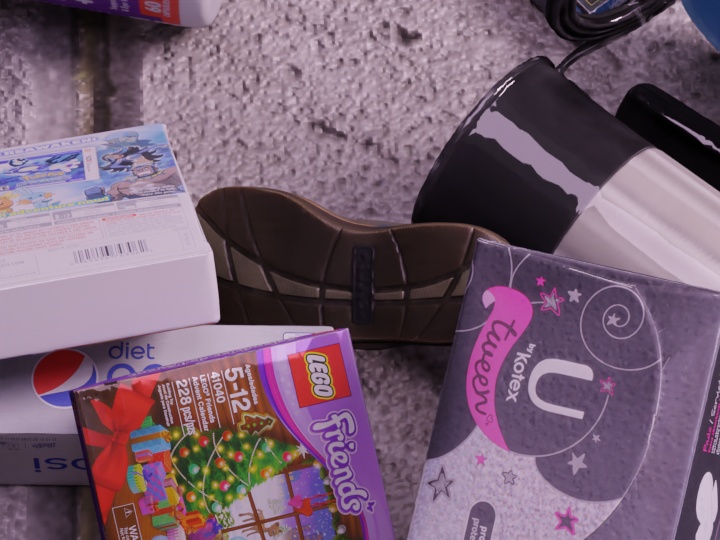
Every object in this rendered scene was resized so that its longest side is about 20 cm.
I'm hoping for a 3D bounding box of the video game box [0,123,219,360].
[{"bbox_3d":[-0.182,-0.010,1.404,0.200,0.047,0.182,-10,27,-7],"label":"video game box"}]

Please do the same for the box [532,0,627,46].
[{"bbox_3d":[0.112,-0.236,1.596,0.137,0.038,0.200,-36,69,-20],"label":"box"}]

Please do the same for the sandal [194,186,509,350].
[{"bbox_3d":[0.000,0.000,1.435,0.200,0.055,0.082,3,90,29],"label":"sandal"}]

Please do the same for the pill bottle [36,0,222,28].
[{"bbox_3d":[-0.170,-0.202,1.524,0.200,0.111,0.112,10,62,3],"label":"pill bottle"}]

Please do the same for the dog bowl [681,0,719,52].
[{"bbox_3d":[0.250,-0.110,1.467,0.200,0.111,0.050,41,83,16],"label":"dog bowl"}]

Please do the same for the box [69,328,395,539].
[{"bbox_3d":[-0.052,0.139,1.338,0.137,0.039,0.200,-13,90,-9],"label":"box"}]

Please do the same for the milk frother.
[{"bbox_3d":[0.155,-0.052,1.409,0.188,0.200,0.181,37,62,16],"label":"milk frother"}]

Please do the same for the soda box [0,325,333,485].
[{"bbox_3d":[-0.112,0.068,1.405,0.200,0.068,0.064,0,63,-2],"label":"soda box"}]

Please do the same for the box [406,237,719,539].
[{"bbox_3d":[0.104,0.098,1.307,0.132,0.115,0.200,13,87,22],"label":"box"}]
